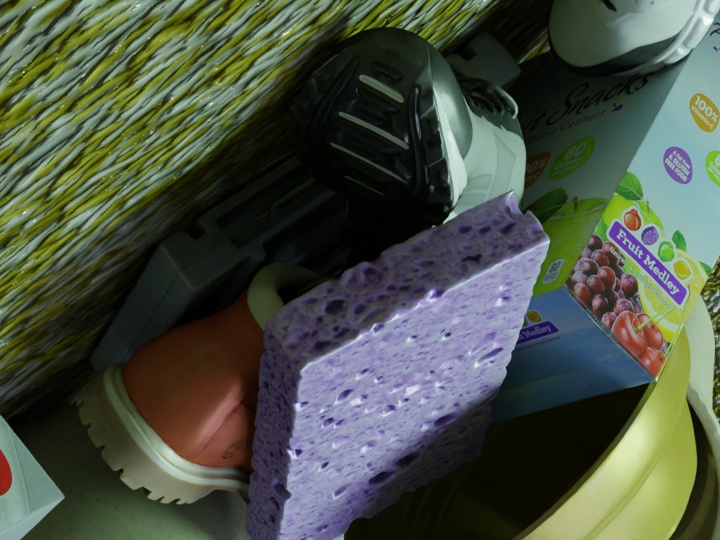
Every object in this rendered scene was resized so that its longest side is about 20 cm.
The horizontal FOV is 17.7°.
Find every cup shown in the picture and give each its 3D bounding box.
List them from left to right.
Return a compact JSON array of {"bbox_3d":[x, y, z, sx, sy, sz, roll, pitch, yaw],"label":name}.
[{"bbox_3d":[-0.122,0.146,1.033,0.144,0.200,0.200,-63,178,-13],"label":"cup"}]

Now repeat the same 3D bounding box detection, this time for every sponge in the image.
[{"bbox_3d":[0.010,0.049,0.932,0.111,0.030,0.200,-27,158,-19],"label":"sponge"}]

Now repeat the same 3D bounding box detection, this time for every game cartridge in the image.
[{"bbox_3d":[-0.024,-0.022,1.024,0.200,0.038,0.130,-35,167,-31],"label":"game cartridge"}]

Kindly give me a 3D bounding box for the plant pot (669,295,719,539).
[{"bbox_3d":[0.114,0.071,1.244,0.200,0.200,0.184,-43,-176,28],"label":"plant pot"}]

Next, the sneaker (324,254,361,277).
[{"bbox_3d":[0.000,0.000,1.164,0.099,0.071,0.200,-55,164,27],"label":"sneaker"}]

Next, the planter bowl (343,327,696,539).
[{"bbox_3d":[0.092,0.093,1.057,0.200,0.083,0.201,-38,-159,17],"label":"planter bowl"}]

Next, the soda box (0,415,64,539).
[{"bbox_3d":[-0.205,0.127,0.883,0.200,0.064,0.068,-43,172,27],"label":"soda box"}]

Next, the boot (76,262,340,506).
[{"bbox_3d":[-0.031,0.047,0.997,0.107,0.075,0.200,-40,166,13],"label":"boot"}]

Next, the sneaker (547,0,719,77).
[{"bbox_3d":[0.123,-0.143,0.949,0.080,0.074,0.200,-5,157,-29],"label":"sneaker"}]

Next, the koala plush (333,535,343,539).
[{"bbox_3d":[-0.002,0.098,1.349,0.183,0.178,0.200,3,176,13],"label":"koala plush"}]

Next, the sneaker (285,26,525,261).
[{"bbox_3d":[0.026,-0.052,0.913,0.080,0.074,0.200,-57,163,-12],"label":"sneaker"}]

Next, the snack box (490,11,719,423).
[{"bbox_3d":[0.100,-0.029,1.053,0.168,0.068,0.200,-21,-150,53],"label":"snack box"}]
